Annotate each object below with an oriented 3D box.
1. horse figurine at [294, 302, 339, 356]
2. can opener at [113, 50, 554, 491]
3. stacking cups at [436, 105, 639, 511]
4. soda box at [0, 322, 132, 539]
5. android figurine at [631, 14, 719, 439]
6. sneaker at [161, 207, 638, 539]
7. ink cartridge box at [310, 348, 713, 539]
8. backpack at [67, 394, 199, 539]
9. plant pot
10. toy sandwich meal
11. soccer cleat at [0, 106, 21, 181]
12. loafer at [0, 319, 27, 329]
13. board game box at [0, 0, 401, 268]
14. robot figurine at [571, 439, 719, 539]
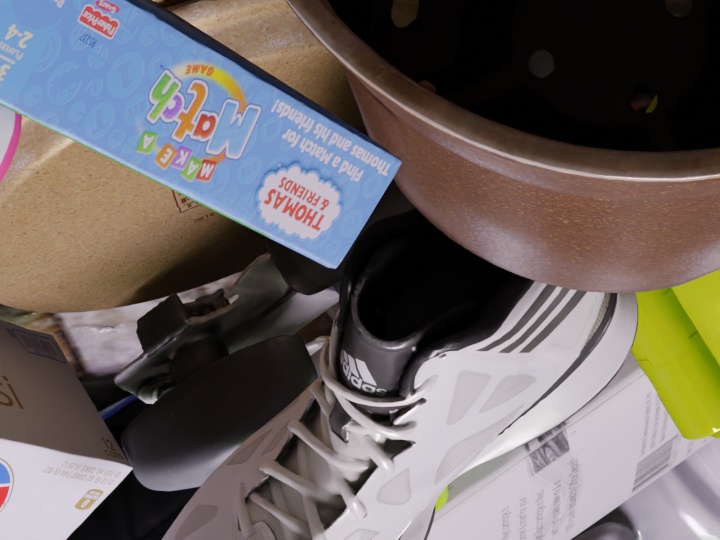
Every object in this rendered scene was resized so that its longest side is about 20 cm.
[{"bbox_3d":[-0.013,0.013,1.045,0.132,0.050,0.200,-22,152,-3],"label":"horse figurine"},{"bbox_3d":[0.000,0.000,0.883,0.200,0.067,0.053,-39,154,25],"label":"can opener"},{"bbox_3d":[0.033,0.018,0.940,0.060,0.200,0.061,27,152,15],"label":"stacking cups"},{"bbox_3d":[-0.165,0.047,0.844,0.068,0.064,0.200,-46,147,18],"label":"soda box"},{"bbox_3d":[0.166,-0.011,0.917,0.181,0.201,0.041,-29,-165,22],"label":"android figurine"},{"bbox_3d":[-0.010,0.045,0.811,0.200,0.076,0.115,-44,153,-2],"label":"sneaker"},{"bbox_3d":[0.059,0.051,1.038,0.199,0.085,0.146,-33,159,-11],"label":"ink cartridge box"},{"bbox_3d":[-0.106,0.170,1.147,0.199,0.183,0.147,-29,167,-35],"label":"backpack"},{"bbox_3d":[0.067,-0.092,0.692,0.199,0.202,0.198,-11,166,0],"label":"plant pot"},{"bbox_3d":[-0.064,-0.056,0.859,0.204,0.071,0.205,-21,160,-8],"label":"toy sandwich meal"},{"bbox_3d":[-0.183,-0.044,0.752,0.199,0.070,0.086,5,160,39],"label":"soccer cleat"},{"bbox_3d":[-0.204,0.058,1.065,0.198,0.076,0.070,-6,175,6],"label":"loafer"},{"bbox_3d":[-0.104,-0.076,0.655,0.037,0.200,0.151,-59,145,3],"label":"board game box"},{"bbox_3d":[0.127,0.096,1.227,0.169,0.113,0.200,-36,180,-44],"label":"robot figurine"}]
